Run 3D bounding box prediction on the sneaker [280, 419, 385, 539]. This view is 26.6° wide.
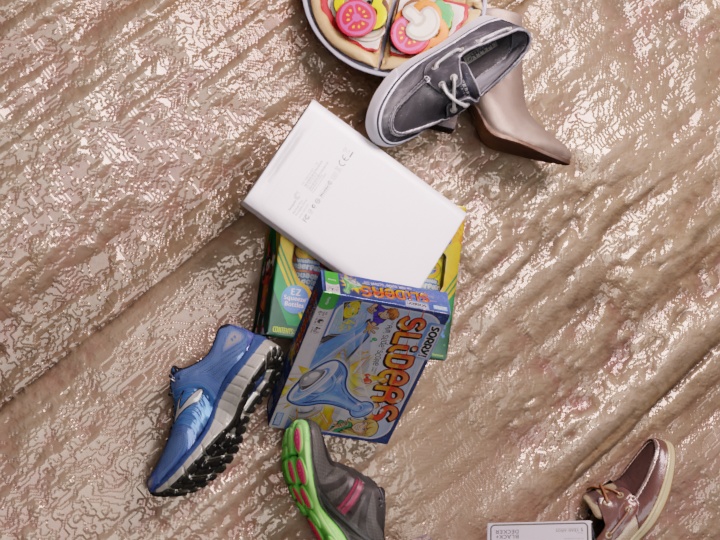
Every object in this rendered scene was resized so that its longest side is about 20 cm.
[{"bbox_3d":[-0.020,0.236,1.599,0.084,0.077,0.200,-32,109,-20],"label":"sneaker"}]

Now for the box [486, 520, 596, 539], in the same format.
[{"bbox_3d":[0.192,0.369,1.602,0.116,0.060,0.200,-4,64,12],"label":"box"}]

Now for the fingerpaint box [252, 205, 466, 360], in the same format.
[{"bbox_3d":[0.000,0.000,1.607,0.200,0.073,0.167,10,85,-16],"label":"fingerpaint box"}]

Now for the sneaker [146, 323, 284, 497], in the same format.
[{"bbox_3d":[-0.162,0.144,1.563,0.089,0.079,0.200,34,93,24],"label":"sneaker"}]

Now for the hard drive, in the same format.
[{"bbox_3d":[-0.005,-0.063,1.558,0.200,0.027,0.132,36,74,-9],"label":"hard drive"}]

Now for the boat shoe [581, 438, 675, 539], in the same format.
[{"bbox_3d":[0.278,0.267,1.684,0.072,0.072,0.200,32,86,-14],"label":"boat shoe"}]

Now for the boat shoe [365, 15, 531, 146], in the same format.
[{"bbox_3d":[0.094,-0.193,1.570,0.200,0.068,0.072,-36,122,-19],"label":"boat shoe"}]

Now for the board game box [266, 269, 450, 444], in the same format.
[{"bbox_3d":[-0.005,0.092,1.557,0.135,0.034,0.200,10,130,-15],"label":"board game box"}]

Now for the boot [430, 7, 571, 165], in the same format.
[{"bbox_3d":[0.153,-0.209,1.662,0.200,0.070,0.146,16,82,-16],"label":"boot"}]

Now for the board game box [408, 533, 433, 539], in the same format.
[{"bbox_3d":[0.031,0.400,1.562,0.159,0.097,0.200,-16,112,-17],"label":"board game box"}]

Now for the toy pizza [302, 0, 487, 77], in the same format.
[{"bbox_3d":[0.037,-0.300,1.619,0.200,0.032,0.201,2,72,-5],"label":"toy pizza"}]
